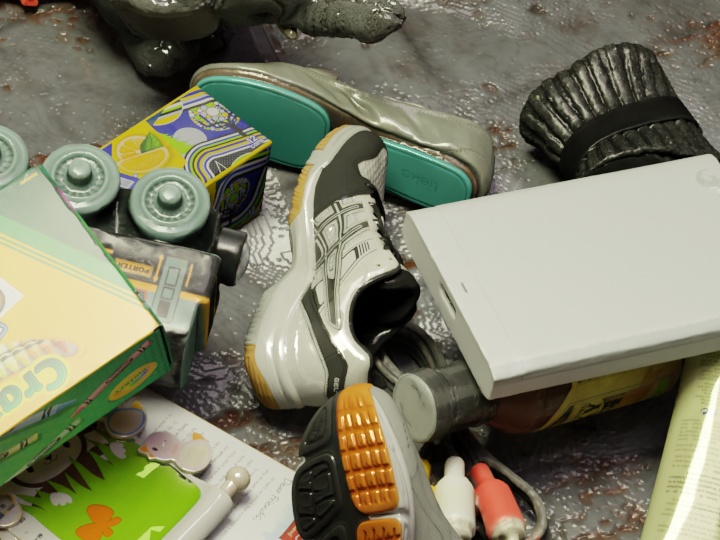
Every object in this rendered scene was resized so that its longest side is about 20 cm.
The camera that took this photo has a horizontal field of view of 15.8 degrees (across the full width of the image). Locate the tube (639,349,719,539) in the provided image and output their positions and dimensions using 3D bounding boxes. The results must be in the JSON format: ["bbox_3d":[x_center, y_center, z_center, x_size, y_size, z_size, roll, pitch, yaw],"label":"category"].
[{"bbox_3d":[0.192,0.133,1.469,0.058,0.052,0.201,-9,56,39],"label":"tube"}]

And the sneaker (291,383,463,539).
[{"bbox_3d":[0.028,0.154,1.370,0.075,0.201,0.092,-8,7,41],"label":"sneaker"}]

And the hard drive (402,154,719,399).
[{"bbox_3d":[0.140,0.001,1.489,0.199,0.026,0.132,-11,50,-19],"label":"hard drive"}]

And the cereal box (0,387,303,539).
[{"bbox_3d":[-0.116,0.139,1.396,0.199,0.040,0.144,29,51,18],"label":"cereal box"}]

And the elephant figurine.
[{"bbox_3d":[-0.090,-0.194,1.614,0.154,0.142,0.200,-18,11,-23],"label":"elephant figurine"}]

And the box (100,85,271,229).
[{"bbox_3d":[-0.147,-0.027,1.556,0.070,0.064,0.200,37,53,23],"label":"box"}]

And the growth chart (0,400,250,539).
[{"bbox_3d":[-0.171,0.110,1.377,0.199,0.018,0.145,24,53,15],"label":"growth chart"}]

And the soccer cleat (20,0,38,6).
[{"bbox_3d":[-0.262,-0.219,1.712,0.199,0.070,0.078,-2,45,-7],"label":"soccer cleat"}]

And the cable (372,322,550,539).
[{"bbox_3d":[0.054,0.096,1.486,0.096,0.050,0.201,-1,48,-9],"label":"cable"}]

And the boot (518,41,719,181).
[{"bbox_3d":[0.140,-0.053,1.615,0.210,0.080,0.158,-17,59,-36],"label":"boot"}]

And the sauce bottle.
[{"bbox_3d":[0.107,0.058,1.499,0.199,0.065,0.065,-13,50,-34],"label":"sauce bottle"}]

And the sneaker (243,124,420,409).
[{"bbox_3d":[0.000,0.000,1.537,0.087,0.076,0.201,-1,53,23],"label":"sneaker"}]

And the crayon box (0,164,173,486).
[{"bbox_3d":[-0.212,0.052,1.346,0.200,0.058,0.119,-35,68,-12],"label":"crayon box"}]

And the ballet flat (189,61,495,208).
[{"bbox_3d":[-0.009,-0.092,1.641,0.199,0.068,0.064,21,43,1],"label":"ballet flat"}]

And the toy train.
[{"bbox_3d":[-0.164,-0.006,1.442,0.199,0.085,0.115,13,59,0],"label":"toy train"}]
